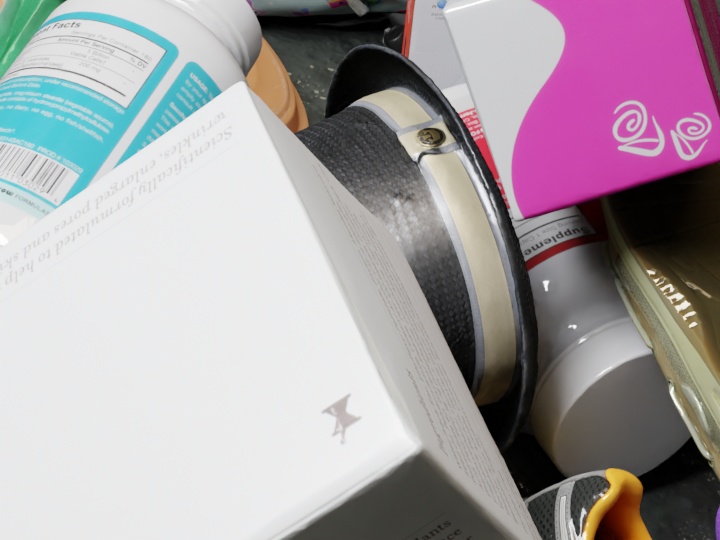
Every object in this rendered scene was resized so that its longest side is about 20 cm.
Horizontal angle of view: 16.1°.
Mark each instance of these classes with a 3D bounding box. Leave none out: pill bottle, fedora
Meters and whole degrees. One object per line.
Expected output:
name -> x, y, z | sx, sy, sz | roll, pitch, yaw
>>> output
pill bottle -> -0.118, -0.048, 1.135 | 0.110, 0.111, 0.200 | 20, 54, 16
fedora -> 0.000, 0.000, 1.160 | 0.091, 0.201, 0.201 | -16, 45, -19
pill bottle -> 0.086, 0.007, 1.245 | 0.112, 0.113, 0.200 | -13, 45, -21

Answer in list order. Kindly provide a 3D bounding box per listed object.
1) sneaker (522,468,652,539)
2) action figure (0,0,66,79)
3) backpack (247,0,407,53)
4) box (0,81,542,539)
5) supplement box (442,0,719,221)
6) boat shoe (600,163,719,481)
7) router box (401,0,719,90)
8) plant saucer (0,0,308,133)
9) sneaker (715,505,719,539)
sneaker -> 0.118, 0.172, 1.043 | 0.078, 0.077, 0.200 | -10, 64, -54
action figure -> -0.160, -0.082, 1.212 | 0.055, 0.118, 0.200 | -7, 40, 38
backpack -> -0.041, -0.218, 1.480 | 0.199, 0.127, 0.167 | 2, 44, 0
box -> -0.063, 0.075, 0.976 | 0.199, 0.131, 0.200 | -33, 49, 9
supplement box -> 0.107, -0.106, 1.152 | 0.101, 0.104, 0.200 | -16, 13, 13
boat shoe -> 0.153, 0.021, 1.146 | 0.073, 0.063, 0.201 | -8, 50, -23
router box -> 0.120, -0.109, 1.332 | 0.199, 0.180, 0.049 | 3, 40, -2
plant saucer -> -0.112, -0.119, 1.358 | 0.200, 0.032, 0.200 | 28, 26, -15
sneaker -> 0.189, 0.173, 1.028 | 0.083, 0.081, 0.201 | 12, 55, -51
